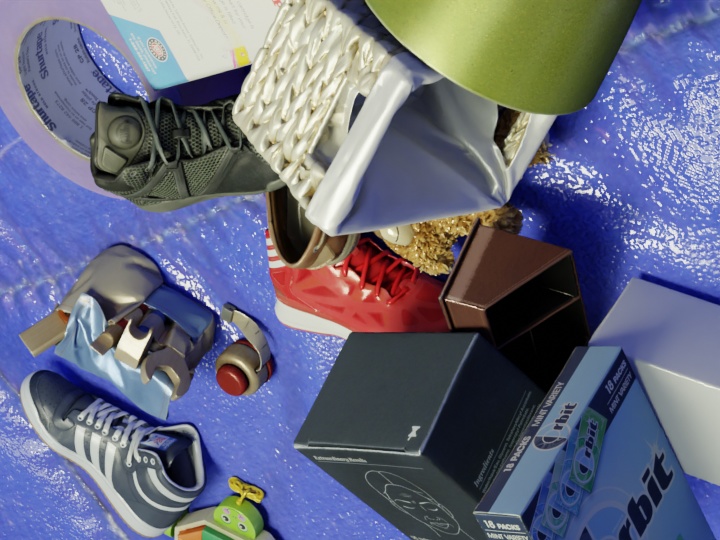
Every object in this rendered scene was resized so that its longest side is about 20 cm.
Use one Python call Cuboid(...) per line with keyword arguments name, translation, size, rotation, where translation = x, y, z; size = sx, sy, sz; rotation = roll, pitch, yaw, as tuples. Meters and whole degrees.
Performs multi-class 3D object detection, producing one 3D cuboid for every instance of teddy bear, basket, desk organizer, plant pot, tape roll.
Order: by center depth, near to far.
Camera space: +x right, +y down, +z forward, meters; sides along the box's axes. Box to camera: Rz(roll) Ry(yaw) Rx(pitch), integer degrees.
Cuboid(name="plant pot", translation=(0.122, -0.234, 1.288), size=(0.187, 0.187, 0.200), rotation=(37, 123, 5))
Cuboid(name="basket", translation=(0.029, -0.119, 1.382), size=(0.123, 0.200, 0.136), rotation=(45, 123, 27))
Cuboid(name="teddy bear", translation=(0.065, -0.073, 1.529), size=(0.200, 0.067, 0.145), rotation=(-26, 105, 45))
Cuboid(name="desk organizer", translation=(0.122, 0.049, 1.536), size=(0.077, 0.072, 0.200), rotation=(16, 155, 21))
Cuboid(name="tape roll", translation=(-0.197, -0.162, 1.639), size=(0.200, 0.085, 0.200), rotation=(20, 135, 22))

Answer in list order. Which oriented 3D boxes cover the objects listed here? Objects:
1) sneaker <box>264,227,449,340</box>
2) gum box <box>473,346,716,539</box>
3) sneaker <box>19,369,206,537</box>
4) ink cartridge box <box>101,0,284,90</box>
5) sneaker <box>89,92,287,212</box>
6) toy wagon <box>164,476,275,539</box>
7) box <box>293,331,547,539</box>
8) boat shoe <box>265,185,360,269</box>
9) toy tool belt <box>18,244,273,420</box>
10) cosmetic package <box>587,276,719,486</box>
Cuboid(name="sneaker", translation=(0.000, 0.000, 1.633), size=(0.200, 0.078, 0.116), rotation=(6, 129, 32))
Cuboid(name="gum box", translation=(0.173, 0.184, 1.465), size=(0.044, 0.170, 0.200), rotation=(-2, 129, 41))
Cuboid(name="sneaker", translation=(-0.228, 0.155, 1.944), size=(0.200, 0.070, 0.108), rotation=(48, 134, -3))
Cuboid(name="ink cartridge box", translation=(-0.078, -0.229, 1.460), size=(0.200, 0.125, 0.129), rotation=(-9, 119, 40))
Cuboid(name="sneaker", translation=(-0.119, -0.095, 1.502), size=(0.199, 0.114, 0.076), rotation=(-13, 76, 30))
Cuboid(name="toy wagon", translation=(-0.124, 0.283, 1.994), size=(0.155, 0.040, 0.200), rotation=(24, 136, 19))
Cuboid(name="box", translation=(0.078, 0.142, 1.548), size=(0.148, 0.107, 0.200), rotation=(-1, 145, 50))
Cuboid(name="boat shoe", translation=(-0.041, -0.095, 1.559), size=(0.076, 0.072, 0.201), rotation=(2, 106, 30))
Cuboid(name="toy tool belt", translation=(-0.190, 0.077, 1.806), size=(0.200, 0.123, 0.125), rotation=(29, 137, 13))
Cuboid(name="cosmetic package", translation=(0.271, 0.094, 1.502), size=(0.200, 0.085, 0.108), rotation=(17, 138, 24))
